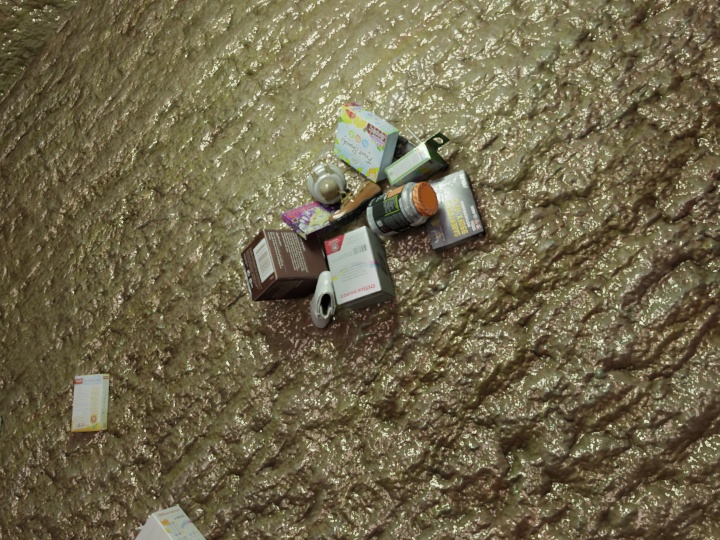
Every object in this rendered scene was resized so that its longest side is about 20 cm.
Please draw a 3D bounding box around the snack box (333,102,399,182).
[{"bbox_3d":[0.014,-0.402,1.671,0.199,0.067,0.170,40,136,26],"label":"snack box"}]

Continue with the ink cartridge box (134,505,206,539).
[{"bbox_3d":[-0.605,0.854,1.681,0.199,0.128,0.126,37,93,24],"label":"ink cartridge box"}]

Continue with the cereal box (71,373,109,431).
[{"bbox_3d":[-1.000,0.490,1.976,0.141,0.039,0.204,-7,76,21],"label":"cereal box"}]

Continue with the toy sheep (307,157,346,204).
[{"bbox_3d":[-0.109,-0.281,1.699,0.137,0.138,0.201,-38,24,11],"label":"toy sheep"}]

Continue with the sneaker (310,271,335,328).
[{"bbox_3d":[-0.115,0.117,1.593,0.072,0.116,0.203,6,125,-5],"label":"sneaker"}]

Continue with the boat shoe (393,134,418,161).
[{"bbox_3d":[0.109,-0.392,1.676,0.198,0.065,0.074,27,89,25],"label":"boat shoe"}]

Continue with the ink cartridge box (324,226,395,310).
[{"bbox_3d":[0.000,0.000,1.595,0.143,0.144,0.203,-18,72,18],"label":"ink cartridge box"}]

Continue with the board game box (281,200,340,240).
[{"bbox_3d":[-0.138,-0.166,1.674,0.119,0.199,0.033,34,130,26],"label":"board game box"}]

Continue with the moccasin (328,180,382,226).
[{"bbox_3d":[-0.024,-0.211,1.656,0.201,0.074,0.078,-42,74,-13],"label":"moccasin"}]

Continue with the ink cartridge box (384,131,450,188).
[{"bbox_3d":[0.181,-0.320,1.588,0.199,0.103,0.060,-32,72,25],"label":"ink cartridge box"}]

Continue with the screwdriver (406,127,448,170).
[{"bbox_3d":[0.200,-0.379,1.653,0.029,0.028,0.200,-35,68,-19],"label":"screwdriver"}]

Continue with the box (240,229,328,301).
[{"bbox_3d":[-0.233,-0.015,1.641,0.164,0.198,0.168,-38,63,43],"label":"box"}]

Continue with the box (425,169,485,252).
[{"bbox_3d":[0.265,-0.175,1.573,0.156,0.048,0.203,-19,72,18],"label":"box"}]

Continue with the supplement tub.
[{"bbox_3d":[0.123,-0.180,1.559,0.198,0.121,0.125,-17,71,45],"label":"supplement tub"}]
